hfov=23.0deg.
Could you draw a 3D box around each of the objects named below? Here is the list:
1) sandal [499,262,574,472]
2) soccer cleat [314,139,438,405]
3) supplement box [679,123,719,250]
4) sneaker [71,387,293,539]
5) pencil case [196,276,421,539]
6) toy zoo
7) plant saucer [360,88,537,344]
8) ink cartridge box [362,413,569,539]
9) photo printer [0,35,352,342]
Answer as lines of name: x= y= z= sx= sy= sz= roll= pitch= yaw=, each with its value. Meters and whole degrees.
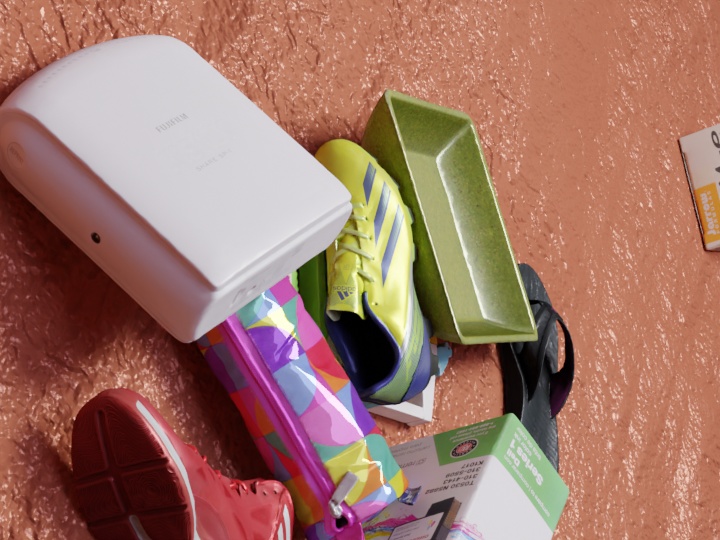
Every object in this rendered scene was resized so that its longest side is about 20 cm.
sandal: x=0.156 y=0.088 z=1.495 sx=0.075 sy=0.048 sz=0.201 roll=23 pitch=58 yaw=-45
soccer cleat: x=0.001 y=0.000 z=1.284 sx=0.084 sy=0.065 sz=0.201 roll=-9 pitch=82 yaw=-51
supplement box: x=0.435 y=-0.089 z=1.917 sx=0.200 sy=0.073 sz=0.126 roll=0 pitch=74 yaw=-52
sneaker: x=-0.108 y=0.142 z=1.122 sx=0.116 sy=0.078 sz=0.200 roll=-58 pitch=132 yaw=-57
pencil case: x=-0.043 y=0.089 z=1.189 sx=0.200 sy=0.088 sz=0.088 roll=59 pitch=37 yaw=-1
toy zoo: x=0.002 y=0.041 z=1.339 sx=0.200 sy=0.020 sz=0.132 roll=22 pitch=58 yaw=-47
plant saucer: x=0.064 y=-0.032 z=1.397 sx=0.200 sy=0.048 sz=0.201 roll=4 pitch=69 yaw=-67
ink cartridge box: x=0.039 y=0.205 z=1.207 sx=0.084 sy=0.145 sz=0.200 roll=54 pitch=40 yaw=-20
photo printer: x=-0.124 y=-0.064 z=1.126 sx=0.200 sy=0.070 sz=0.166 roll=42 pitch=41 yaw=11
